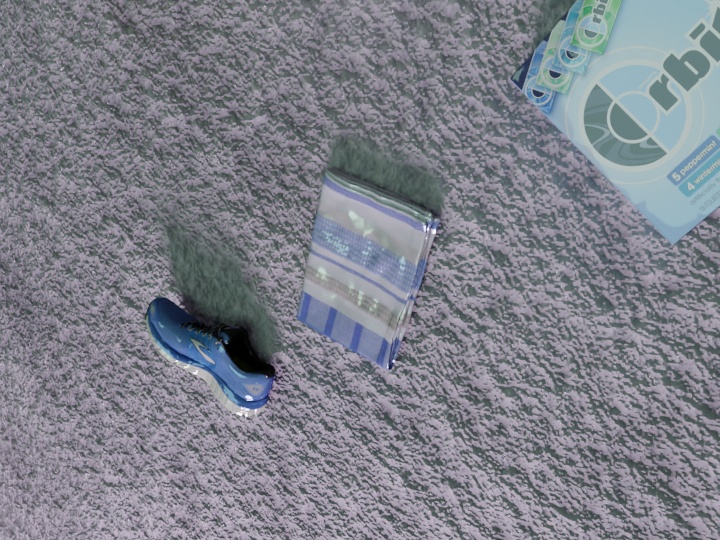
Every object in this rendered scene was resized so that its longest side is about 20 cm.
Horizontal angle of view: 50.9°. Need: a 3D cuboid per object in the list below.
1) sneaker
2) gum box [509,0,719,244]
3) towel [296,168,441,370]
[{"bbox_3d":[-0.187,0.092,0.971,0.200,0.079,0.089,36,115,8],"label":"sneaker"},{"bbox_3d":[0.250,-0.152,0.611,0.200,0.044,0.170,48,125,9],"label":"gum box"},{"bbox_3d":[0.000,0.000,0.840,0.146,0.024,0.201,27,120,24],"label":"towel"}]
